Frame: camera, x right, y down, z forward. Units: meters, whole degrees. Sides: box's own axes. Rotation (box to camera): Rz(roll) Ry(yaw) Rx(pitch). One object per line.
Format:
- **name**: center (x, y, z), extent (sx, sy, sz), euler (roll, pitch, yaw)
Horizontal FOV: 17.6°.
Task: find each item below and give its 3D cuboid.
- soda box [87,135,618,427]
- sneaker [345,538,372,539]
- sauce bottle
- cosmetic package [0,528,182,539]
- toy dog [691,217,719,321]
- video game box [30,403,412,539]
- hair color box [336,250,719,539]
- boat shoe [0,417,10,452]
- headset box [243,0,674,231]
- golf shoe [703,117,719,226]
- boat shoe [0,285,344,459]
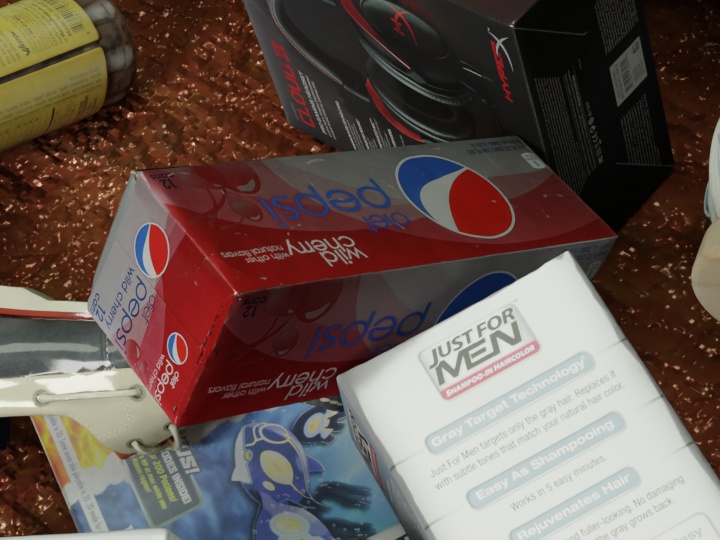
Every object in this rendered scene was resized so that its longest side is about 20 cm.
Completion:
- **soda box**: center (0.000, 0.000, 0.864), extent (0.199, 0.064, 0.070), euler (-8, 46, -43)
- **sneaker**: center (0.019, 0.184, 0.778), extent (0.070, 0.076, 0.201), euler (-23, 60, 4)
- **sauce bottle**: center (-0.196, -0.076, 1.062), extent (0.199, 0.065, 0.065), euler (-24, 41, -37)
- **cosmetic package**: center (-0.143, 0.205, 0.776), extent (0.198, 0.123, 0.201), euler (-4, 63, 15)
- **toy dog**: center (0.218, -0.001, 0.811), extent (0.199, 0.096, 0.133), euler (14, 64, -17)
- **video game box**: center (-0.029, 0.071, 0.935), extent (0.181, 0.047, 0.200), euler (-25, 47, -7)
- **hair color box**: center (0.082, 0.104, 0.819), extent (0.099, 0.061, 0.201), euler (-28, 66, -7)
- **boat shoe**: center (-0.205, 0.032, 1.016), extent (0.084, 0.069, 0.200), euler (-30, 46, -15)
- **headset box**: center (0.027, -0.107, 1.001), extent (0.199, 0.149, 0.075), euler (29, 63, 35)
- **golf shoe**: center (0.177, 0.002, 0.891), extent (0.078, 0.098, 0.201), euler (-20, 48, -2)
- **boat shoe**: center (-0.096, 0.042, 0.908), extent (0.198, 0.071, 0.063), euler (6, 86, 5)
